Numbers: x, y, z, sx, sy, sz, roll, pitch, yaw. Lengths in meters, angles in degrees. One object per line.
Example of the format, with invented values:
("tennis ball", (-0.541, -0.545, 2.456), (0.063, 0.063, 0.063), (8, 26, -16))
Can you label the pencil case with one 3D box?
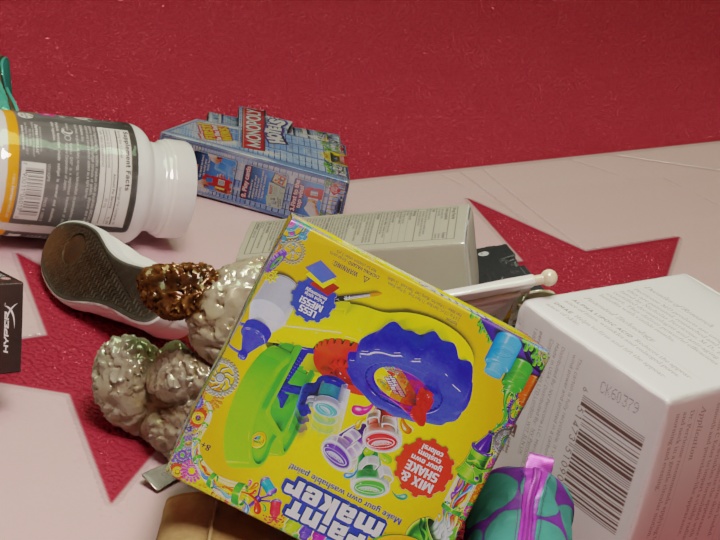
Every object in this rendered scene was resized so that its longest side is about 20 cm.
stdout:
("pencil case", (0.111, 0.215, 1.232), (0.085, 0.093, 0.200), (13, 24, 0))

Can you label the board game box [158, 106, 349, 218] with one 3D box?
("board game box", (-0.118, -0.123, 1.880), (0.199, 0.062, 0.200), (10, 25, -8))

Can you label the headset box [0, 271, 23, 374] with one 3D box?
("headset box", (-0.380, 0.035, 1.351), (0.199, 0.078, 0.149), (-2, 12, -33))

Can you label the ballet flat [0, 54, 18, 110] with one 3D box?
("ballet flat", (-0.399, -0.181, 1.864), (0.070, 0.068, 0.200), (-8, 27, -11))

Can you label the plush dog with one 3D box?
("plush dog", (-0.092, 0.069, 1.344), (0.199, 0.173, 0.161), (4, 26, -22))

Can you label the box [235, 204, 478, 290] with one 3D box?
("box", (0.000, 0.000, 1.526), (0.199, 0.078, 0.095), (-3, 22, 9))

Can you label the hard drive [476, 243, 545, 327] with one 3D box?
("hard drive", (0.057, 0.032, 1.582), (0.199, 0.038, 0.140), (-11, 22, -10))

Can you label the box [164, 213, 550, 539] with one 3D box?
("box", (-0.004, 0.091, 1.236), (0.199, 0.193, 0.122), (26, 3, -4))

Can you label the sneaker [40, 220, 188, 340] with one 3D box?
("sneaker", (-0.206, 0.019, 1.551), (0.200, 0.073, 0.085), (28, -3, 43))

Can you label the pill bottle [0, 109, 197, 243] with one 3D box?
("pill bottle", (-0.262, -0.085, 1.654), (0.199, 0.117, 0.116), (5, 25, -25))

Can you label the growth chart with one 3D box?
("growth chart", (0.073, 0.049, 1.437), (0.144, 0.200, 0.018), (-8, 70, -20))

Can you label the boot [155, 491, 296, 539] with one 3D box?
("boot", (-0.137, 0.209, 1.161), (0.174, 0.066, 0.200), (24, 25, -5))

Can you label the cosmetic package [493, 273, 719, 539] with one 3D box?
("cosmetic package", (0.233, 0.118, 1.411), (0.199, 0.166, 0.165), (-8, 31, -40))
